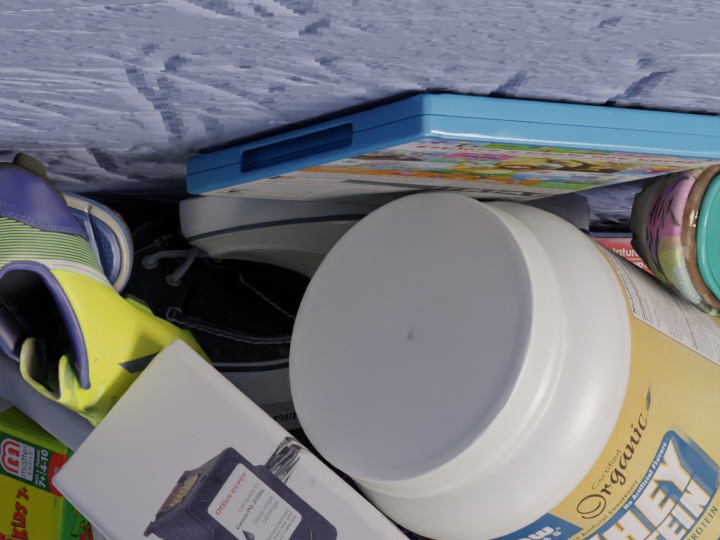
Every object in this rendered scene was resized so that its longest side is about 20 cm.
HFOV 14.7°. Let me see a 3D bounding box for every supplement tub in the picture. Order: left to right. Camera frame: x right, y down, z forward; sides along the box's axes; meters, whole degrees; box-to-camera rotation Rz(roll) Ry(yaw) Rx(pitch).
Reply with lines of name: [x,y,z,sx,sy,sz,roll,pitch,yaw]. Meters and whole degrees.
supplement tub: [0.076,0.056,1.198,0.144,0.146,0.200,-4,160,37]

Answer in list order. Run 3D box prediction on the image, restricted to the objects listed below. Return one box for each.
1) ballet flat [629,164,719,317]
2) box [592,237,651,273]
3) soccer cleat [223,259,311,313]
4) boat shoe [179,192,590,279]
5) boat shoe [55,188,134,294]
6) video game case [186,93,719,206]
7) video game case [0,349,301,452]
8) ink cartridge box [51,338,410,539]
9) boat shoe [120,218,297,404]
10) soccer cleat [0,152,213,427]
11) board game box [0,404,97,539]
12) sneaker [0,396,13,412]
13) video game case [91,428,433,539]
ballet flat: [0.161,-0.017,1.218,0.071,0.070,0.199,20,-173,33]
box: [0.198,0.036,1.469,0.198,0.101,0.095,1,175,-13]
soccer cleat: [0.000,0.000,1.392,0.199,0.070,0.086,7,-177,-21]
boat shoe: [0.015,-0.006,1.268,0.198,0.066,0.074,1,175,-18]
boat shoe: [-0.186,-0.007,1.283,0.199,0.073,0.072,-4,-170,22]
video game case: [0.036,-0.045,1.109,0.142,0.018,0.200,3,174,-29]
video game case: [-0.107,0.037,1.387,0.181,0.024,0.200,-9,-155,-36]
ink cartridge box: [-0.016,0.137,1.163,0.200,0.084,0.145,39,174,34]
boat shoe: [-0.092,0.011,1.302,0.199,0.068,0.072,15,-156,35]
soccer cleat: [-0.118,0.037,1.184,0.064,0.084,0.200,-18,135,20]
board game box: [-0.112,0.097,1.402,0.047,0.102,0.200,17,-158,25]
sneaker: [-0.222,0.086,1.460,0.200,0.088,0.082,-34,-164,35]
video game case: [-0.002,0.094,1.355,0.181,0.024,0.200,11,-147,29]
